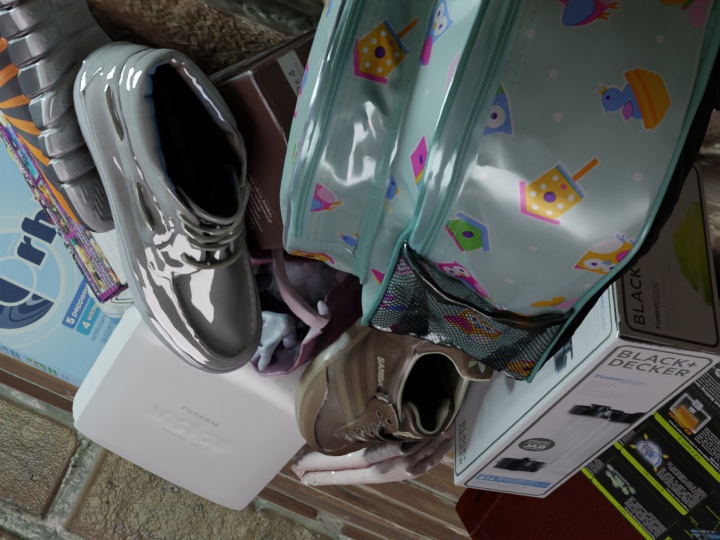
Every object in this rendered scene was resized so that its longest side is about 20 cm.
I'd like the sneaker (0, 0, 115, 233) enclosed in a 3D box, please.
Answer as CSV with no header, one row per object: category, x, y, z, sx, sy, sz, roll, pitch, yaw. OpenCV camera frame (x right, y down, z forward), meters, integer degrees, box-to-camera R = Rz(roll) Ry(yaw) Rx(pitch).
sneaker,-0.199,-0.116,0.783,0.111,0.078,0.202,-1,115,34

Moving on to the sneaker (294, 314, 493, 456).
sneaker,0.016,0.075,0.804,0.070,0.076,0.200,3,144,-25

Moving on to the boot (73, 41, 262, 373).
boot,-0.092,-0.025,0.731,0.095,0.073,0.201,17,133,59

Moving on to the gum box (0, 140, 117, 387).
gum box,-0.279,-0.016,1.144,0.199,0.171,0.045,25,163,-2

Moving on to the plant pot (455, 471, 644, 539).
plant pot,0.187,0.197,1.080,0.176,0.201,0.200,36,179,-2

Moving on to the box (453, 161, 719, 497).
box,0.115,0.035,0.737,0.060,0.118,0.200,11,147,-15

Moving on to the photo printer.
photo printer,-0.110,0.085,0.998,0.165,0.070,0.200,29,138,-11

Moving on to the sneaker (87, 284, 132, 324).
sneaker,-0.125,-0.005,1.012,0.199,0.072,0.072,-21,129,41

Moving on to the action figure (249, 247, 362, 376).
action figure,0.000,0.000,0.901,0.198,0.135,0.149,-11,155,-29

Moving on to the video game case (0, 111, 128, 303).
video game case,-0.198,-0.080,0.903,0.201,0.036,0.181,59,158,-3

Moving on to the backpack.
backpack,0.056,-0.069,0.515,0.152,0.177,0.200,22,160,-8

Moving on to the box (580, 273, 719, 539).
box,0.215,0.109,0.839,0.200,0.047,0.194,46,149,14

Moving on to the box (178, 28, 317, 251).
box,-0.059,-0.070,0.789,0.199,0.075,0.101,-3,118,60

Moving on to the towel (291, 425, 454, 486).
towel,0.059,0.083,0.964,0.032,0.199,0.191,57,155,-5
